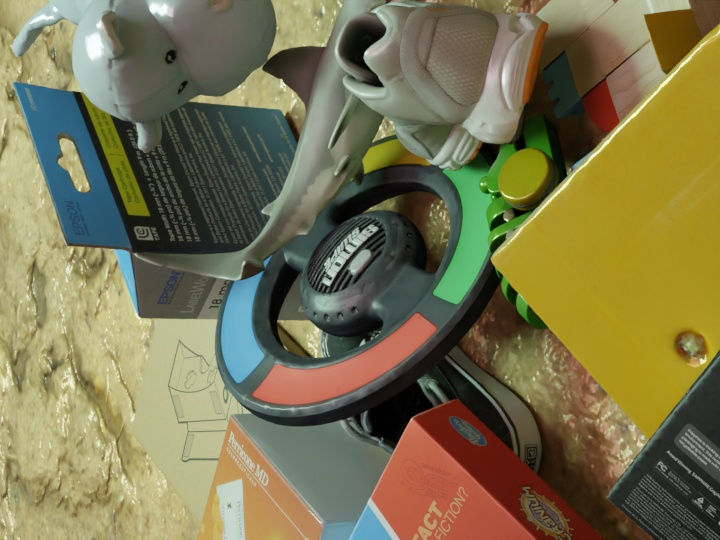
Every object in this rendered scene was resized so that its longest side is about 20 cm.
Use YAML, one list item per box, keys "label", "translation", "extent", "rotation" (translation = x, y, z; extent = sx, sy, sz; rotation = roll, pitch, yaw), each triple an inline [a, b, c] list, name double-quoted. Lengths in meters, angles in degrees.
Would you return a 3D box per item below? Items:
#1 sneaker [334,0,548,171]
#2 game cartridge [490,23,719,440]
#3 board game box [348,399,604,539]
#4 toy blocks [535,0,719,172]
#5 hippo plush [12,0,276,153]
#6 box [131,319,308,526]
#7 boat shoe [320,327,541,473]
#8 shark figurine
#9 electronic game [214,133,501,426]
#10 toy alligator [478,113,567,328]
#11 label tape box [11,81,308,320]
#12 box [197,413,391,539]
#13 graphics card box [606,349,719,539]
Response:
- label: "sneaker"
  translation: [0.029, -0.103, 0.771]
  extent: [0.200, 0.091, 0.077]
  rotation: [158, 129, -81]
- label: "game cartridge"
  translation: [0.169, 0.000, 0.614]
  extent: [0.177, 0.032, 0.200]
  rotation: [48, 131, 6]
- label: "board game box"
  translation: [0.074, 0.188, 0.752]
  extent: [0.200, 0.040, 0.154]
  rotation: [42, 124, 27]
- label: "toy blocks"
  translation: [0.130, -0.119, 0.712]
  extent: [0.137, 0.099, 0.203]
  rotation: [-38, 65, 63]
- label: "hippo plush"
  translation: [-0.131, -0.173, 0.880]
  extent: [0.162, 0.197, 0.160]
  rotation: [-107, 0, -46]
- label: "box"
  translation: [-0.104, 0.094, 1.097]
  extent: [0.200, 0.021, 0.165]
  rotation: [40, 121, 51]
- label: "boat shoe"
  translation: [0.019, 0.070, 0.872]
  extent: [0.199, 0.067, 0.074]
  rotation: [42, 122, 49]
- label: "shark figurine"
  translation: [-0.035, -0.083, 0.866]
  extent: [0.089, 0.128, 0.216]
  rotation: [31, 93, 21]
- label: "electronic game"
  translation: [0.000, 0.000, 0.852]
  extent: [0.198, 0.042, 0.201]
  rotation: [-25, 39, 22]
- label: "toy alligator"
  translation: [0.085, -0.035, 0.776]
  extent: [0.054, 0.059, 0.202]
  rotation: [-32, 49, 20]
- label: "label tape box"
  translation: [-0.122, -0.042, 0.974]
  extent: [0.064, 0.198, 0.145]
  rotation: [-58, 43, 36]
- label: "box"
  translation: [-0.036, 0.203, 0.920]
  extent: [0.124, 0.096, 0.202]
  rotation: [39, 119, 50]
- label: "graphics card box"
  translation: [0.194, 0.056, 0.571]
  extent: [0.125, 0.051, 0.201]
  rotation: [39, 129, 14]
